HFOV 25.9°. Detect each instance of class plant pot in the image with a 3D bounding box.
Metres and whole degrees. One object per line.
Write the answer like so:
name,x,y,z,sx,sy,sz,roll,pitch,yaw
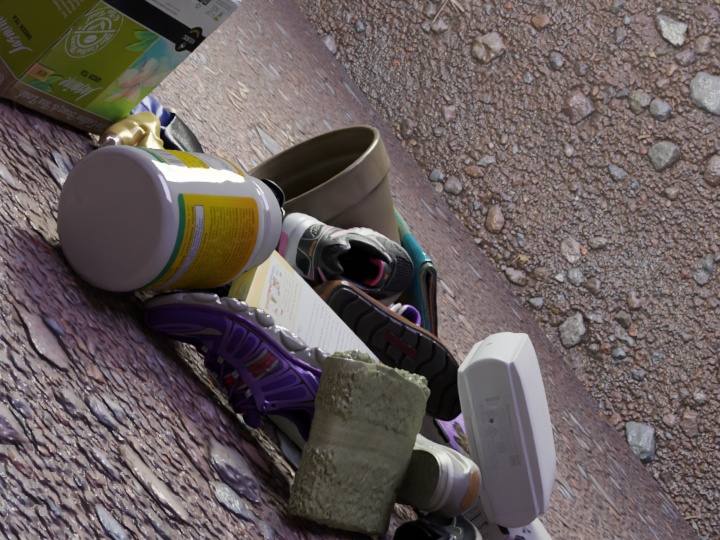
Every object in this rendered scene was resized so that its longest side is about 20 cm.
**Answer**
plant pot,-0.034,-0.037,1.725,0.200,0.198,0.175,-100,165,-71

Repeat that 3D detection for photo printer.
photo printer,0.151,0.152,1.572,0.200,0.069,0.169,-30,108,-78

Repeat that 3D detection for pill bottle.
pill bottle,-0.148,-0.041,1.282,0.113,0.113,0.199,53,21,16

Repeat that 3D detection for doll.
doll,-0.209,-0.146,1.666,0.200,0.048,0.137,47,12,-21

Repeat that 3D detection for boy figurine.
boy figurine,-0.202,-0.090,1.451,0.124,0.064,0.201,44,11,-41

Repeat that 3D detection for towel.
towel,0.056,0.009,1.800,0.200,0.021,0.148,-117,-163,-58
towel,0.000,0.148,1.324,0.036,0.150,0.200,14,-5,23

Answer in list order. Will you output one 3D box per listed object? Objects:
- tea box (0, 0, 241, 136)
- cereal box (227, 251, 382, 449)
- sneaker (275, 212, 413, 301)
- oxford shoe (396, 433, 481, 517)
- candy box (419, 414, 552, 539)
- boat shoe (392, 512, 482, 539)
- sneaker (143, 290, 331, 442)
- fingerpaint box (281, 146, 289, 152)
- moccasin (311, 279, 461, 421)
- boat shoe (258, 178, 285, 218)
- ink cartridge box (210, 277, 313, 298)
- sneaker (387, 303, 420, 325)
tea box,-0.248,-0.250,1.437,0.134,0.196,0.200,52,11,16
cereal box,-0.048,0.090,1.433,0.200,0.039,0.145,48,32,-23
sneaker,0.000,0.000,1.588,0.086,0.081,0.199,20,7,36
oxford shoe,0.053,0.185,1.446,0.057,0.076,0.200,15,-1,-23
candy box,0.109,0.231,1.655,0.201,0.071,0.167,57,11,28
boat shoe,0.063,0.246,1.396,0.068,0.071,0.200,54,12,-4
sneaker,-0.094,0.080,1.293,0.199,0.084,0.080,31,-21,-21
fingerpaint box,-0.057,-0.044,1.902,0.201,0.073,0.167,50,10,-6
moccasin,0.025,0.082,1.556,0.200,0.074,0.078,32,-11,-20
boat shoe,-0.103,-0.058,1.495,0.075,0.066,0.199,53,5,7
ink cartridge box,-0.096,0.030,1.556,0.200,0.040,0.201,46,13,-26
sneaker,0.026,0.086,1.686,0.073,0.114,0.200,49,6,3
